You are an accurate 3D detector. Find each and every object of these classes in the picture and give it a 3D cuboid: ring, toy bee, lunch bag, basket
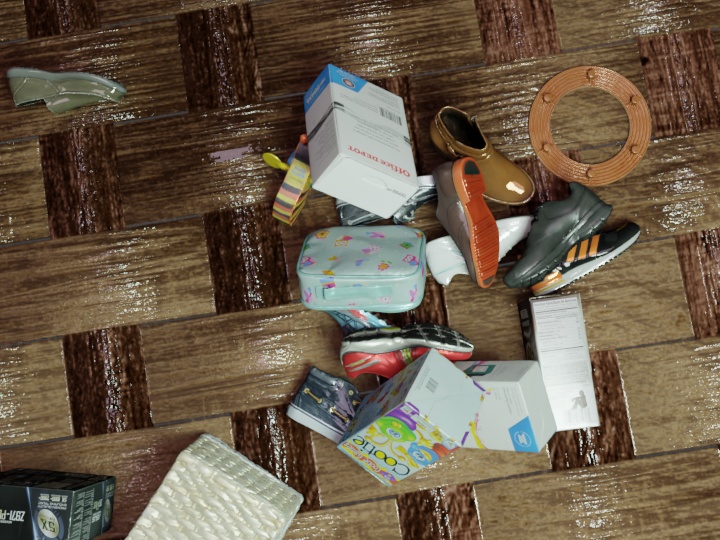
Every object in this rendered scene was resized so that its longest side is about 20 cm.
[{"bbox_3d":[0.375,-0.237,1.430,0.200,0.019,0.201,0,83,2],"label":"ring"},{"bbox_3d":[-0.093,-0.174,1.391,0.130,0.109,0.201,5,84,6],"label":"toy bee"},{"bbox_3d":[0.000,0.000,1.340,0.199,0.161,0.077,-1,124,7],"label":"lunch bag"},{"bbox_3d":[-0.223,0.380,1.311,0.200,0.161,0.199,32,87,6],"label":"basket"}]

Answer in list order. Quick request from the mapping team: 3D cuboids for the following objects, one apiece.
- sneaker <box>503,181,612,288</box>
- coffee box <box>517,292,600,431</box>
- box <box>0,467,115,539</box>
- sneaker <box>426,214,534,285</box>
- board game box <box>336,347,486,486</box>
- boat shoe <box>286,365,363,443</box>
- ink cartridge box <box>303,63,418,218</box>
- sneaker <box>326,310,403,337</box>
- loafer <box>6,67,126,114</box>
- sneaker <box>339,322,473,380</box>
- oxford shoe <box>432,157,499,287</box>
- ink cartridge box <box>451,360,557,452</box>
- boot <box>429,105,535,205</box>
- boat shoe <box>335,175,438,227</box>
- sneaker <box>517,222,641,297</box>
[{"bbox_3d":[0.285,-0.053,1.330,0.200,0.076,0.091,-41,78,-7],"label":"sneaker"},{"bbox_3d":[0.301,0.139,1.344,0.080,0.113,0.201,-8,83,1],"label":"coffee box"},{"bbox_3d":[-0.474,0.351,1.300,0.163,0.200,0.086,4,83,1],"label":"box"},{"bbox_3d":[0.201,-0.035,1.393,0.200,0.070,0.080,-18,89,7],"label":"sneaker"},{"bbox_3d":[0.070,0.214,1.254,0.103,0.200,0.105,39,50,-6],"label":"board game box"},{"bbox_3d":[-0.011,0.228,1.364,0.200,0.071,0.091,27,87,5],"label":"boat shoe"},{"bbox_3d":[-0.002,-0.196,1.330,0.146,0.084,0.200,20,46,-30],"label":"ink cartridge box"},{"bbox_3d":[0.009,0.111,1.373,0.200,0.079,0.096,32,88,5],"label":"sneaker"},{"bbox_3d":[-0.481,-0.290,1.440,0.199,0.075,0.070,6,96,7],"label":"loafer"},{"bbox_3d":[0.070,0.129,1.320,0.199,0.077,0.085,-2,107,5],"label":"sneaker"},{"bbox_3d":[0.160,-0.071,1.340,0.072,0.071,0.201,-6,100,41],"label":"oxford shoe"},{"bbox_3d":[0.176,0.199,1.296,0.200,0.067,0.117,-6,110,40],"label":"ink cartridge box"},{"bbox_3d":[0.193,-0.180,1.359,0.200,0.155,0.077,41,86,5],"label":"boot"},{"bbox_3d":[0.061,-0.105,1.398,0.199,0.072,0.068,-10,82,3],"label":"boat shoe"},{"bbox_3d":[0.343,-0.039,1.383,0.200,0.070,0.090,-31,87,0],"label":"sneaker"}]
